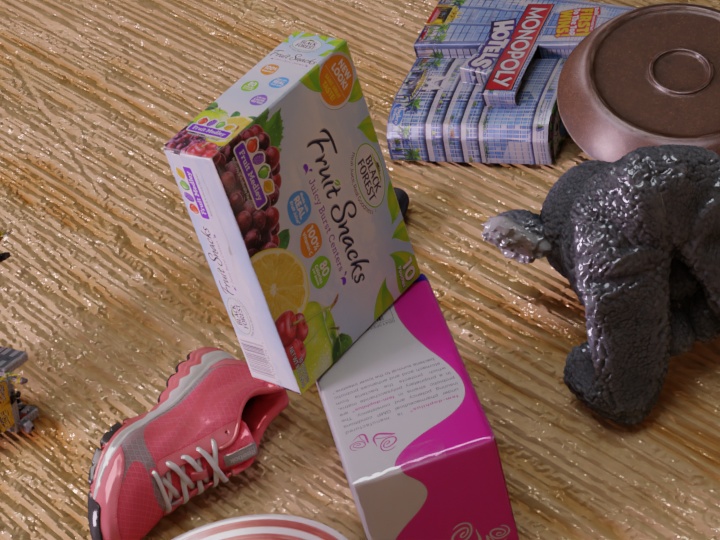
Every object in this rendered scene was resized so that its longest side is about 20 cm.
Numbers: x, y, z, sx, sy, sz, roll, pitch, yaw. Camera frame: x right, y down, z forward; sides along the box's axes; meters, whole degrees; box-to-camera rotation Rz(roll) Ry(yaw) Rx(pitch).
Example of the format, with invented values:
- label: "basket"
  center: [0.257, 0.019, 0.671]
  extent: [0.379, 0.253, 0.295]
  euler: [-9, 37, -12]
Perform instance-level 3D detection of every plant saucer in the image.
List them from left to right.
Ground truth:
- label: "plant saucer"
  center: [0.260, -0.153, 1.771]
  extent: [0.199, 0.035, 0.201]
  euler: [-2, 51, 2]

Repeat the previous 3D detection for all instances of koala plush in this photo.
- label: "koala plush"
  center: [0.193, -0.024, 1.575]
  extent: [0.176, 0.185, 0.200]
  euler: [-23, 24, -10]

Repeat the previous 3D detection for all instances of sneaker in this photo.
- label: "sneaker"
  center: [-0.122, 0.128, 1.560]
  extent: [0.086, 0.074, 0.200]
  euler: [10, 43, 30]

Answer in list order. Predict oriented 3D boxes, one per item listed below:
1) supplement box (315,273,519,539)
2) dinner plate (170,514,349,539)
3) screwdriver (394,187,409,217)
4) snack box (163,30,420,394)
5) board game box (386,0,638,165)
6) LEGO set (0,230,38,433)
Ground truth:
- label: "supplement box"
  center: [0.031, 0.108, 1.502]
  extent: [0.101, 0.104, 0.200]
  euler: [-17, 34, -2]
- label: "dinner plate"
  center: [-0.086, 0.238, 1.441]
  extent: [0.199, 0.024, 0.201]
  euler: [-10, 36, 7]
- label: "screwdriver"
  center: [0.000, 0.000, 1.726]
  extent: [0.029, 0.028, 0.200]
  euler: [-28, 23, 41]
- label: "snack box"
  center: [-0.042, -0.039, 1.470]
  extent: [0.053, 0.201, 0.142]
  euler: [14, 46, 38]
- label: "board game box"
  center: [0.143, -0.173, 1.871]
  extent: [0.199, 0.062, 0.200]
  euler: [2, 39, 25]
- label: "LEGO set"
  center: [-0.320, 0.069, 1.637]
  extent: [0.115, 0.201, 0.154]
  euler: [10, 23, 30]
